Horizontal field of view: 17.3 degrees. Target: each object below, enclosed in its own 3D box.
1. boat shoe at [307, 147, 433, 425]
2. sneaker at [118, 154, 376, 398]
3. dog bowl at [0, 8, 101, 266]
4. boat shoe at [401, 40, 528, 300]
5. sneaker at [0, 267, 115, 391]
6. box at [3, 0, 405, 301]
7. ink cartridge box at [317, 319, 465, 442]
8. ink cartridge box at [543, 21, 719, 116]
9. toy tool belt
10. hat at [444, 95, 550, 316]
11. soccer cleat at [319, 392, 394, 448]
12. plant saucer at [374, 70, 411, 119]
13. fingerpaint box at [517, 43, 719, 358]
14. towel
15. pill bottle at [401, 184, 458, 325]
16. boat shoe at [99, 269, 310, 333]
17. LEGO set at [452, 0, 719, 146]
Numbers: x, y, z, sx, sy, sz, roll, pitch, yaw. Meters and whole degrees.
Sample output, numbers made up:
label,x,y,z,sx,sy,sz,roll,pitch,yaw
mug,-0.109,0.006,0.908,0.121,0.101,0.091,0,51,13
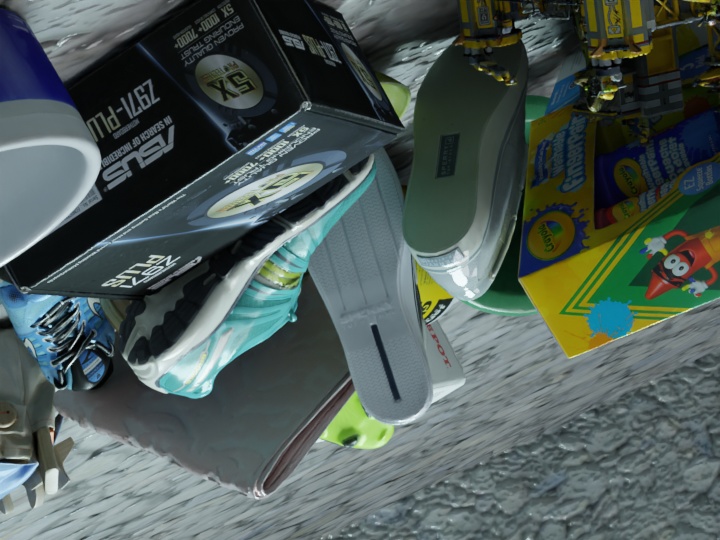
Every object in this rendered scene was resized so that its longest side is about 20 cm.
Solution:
label,x,y,z,sx,sy,sz,roll,pitch,yaw
boat shoe,0.000,0.000,1.519,0.072,0.201,0.071,-11,-166,-1
sneaker,-0.064,-0.005,1.453,0.200,0.078,0.080,-46,136,3
dog bowl,-0.233,-0.044,1.158,0.200,0.079,0.200,-28,168,-7
boat shoe,0.072,-0.068,1.519,0.070,0.201,0.072,-5,140,24
sneaker,-0.187,0.030,1.535,0.078,0.090,0.200,-28,168,-3
box,-0.099,-0.069,1.338,0.200,0.086,0.164,-32,169,15
ink cartridge box,-0.018,0.053,1.883,0.084,0.145,0.200,-33,167,26
ink cartridge box,0.255,-0.128,1.654,0.200,0.145,0.147,-34,-168,23
toy tool belt,-0.269,0.131,1.690,0.125,0.123,0.200,-21,166,-31
hat,0.104,-0.068,1.809,0.199,0.176,0.166,20,100,-24
soccer cleat,-0.058,0.063,1.754,0.068,0.199,0.081,-61,179,29
plant saucer,-0.062,-0.078,1.519,0.199,0.031,0.200,-28,168,-7
fingerpaint box,0.191,-0.054,1.503,0.166,0.073,0.200,-23,-153,21
towel,-0.083,0.061,1.613,0.191,0.200,0.032,-47,134,-28
pill bottle,0.011,-0.007,1.775,0.112,0.113,0.200,-35,166,27
boat shoe,-0.090,-0.006,1.535,0.065,0.071,0.200,-45,169,36
LEGO set,0.154,-0.123,1.423,0.153,0.116,0.200,-17,-164,-36
